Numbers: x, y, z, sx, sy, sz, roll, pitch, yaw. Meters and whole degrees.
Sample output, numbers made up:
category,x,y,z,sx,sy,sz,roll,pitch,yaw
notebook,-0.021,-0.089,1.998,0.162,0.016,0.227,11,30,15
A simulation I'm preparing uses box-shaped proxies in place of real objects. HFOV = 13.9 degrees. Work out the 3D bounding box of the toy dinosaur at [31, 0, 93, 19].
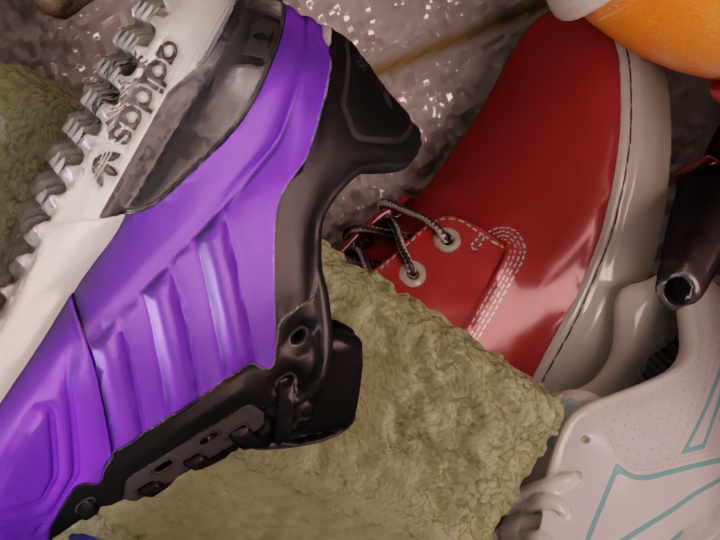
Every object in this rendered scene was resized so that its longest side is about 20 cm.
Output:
category,x,y,z,sx,sy,sz,roll,pitch,yaw
toy dinosaur,-0.071,-0.150,0.762,0.200,0.086,0.136,-36,98,-4

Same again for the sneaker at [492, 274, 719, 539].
category,x,y,z,sx,sy,sz,roll,pitch,yaw
sneaker,0.056,0.081,0.819,0.080,0.070,0.200,54,55,-27

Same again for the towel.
category,x,y,z,sx,sy,sz,roll,pitch,yaw
towel,-0.060,0.044,0.786,0.200,0.036,0.148,28,90,-1

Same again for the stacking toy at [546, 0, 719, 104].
category,x,y,z,sx,sy,sz,roll,pitch,yaw
stacking toy,0.163,-0.064,0.836,0.200,0.146,0.146,46,73,-8

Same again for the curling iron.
category,x,y,z,sx,sy,sz,roll,pitch,yaw
curling iron,0.108,-0.031,0.870,0.050,0.026,0.200,-61,174,27

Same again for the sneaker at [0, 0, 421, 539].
category,x,y,z,sx,sy,sz,roll,pitch,yaw
sneaker,-0.051,0.027,0.735,0.100,0.070,0.200,30,94,-14

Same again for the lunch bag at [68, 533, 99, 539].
category,x,y,z,sx,sy,sz,roll,pitch,yaw
lunch bag,-0.023,0.148,0.683,0.170,0.200,0.124,27,58,-8

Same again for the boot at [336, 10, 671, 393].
category,x,y,z,sx,sy,sz,roll,pitch,yaw
boot,0.000,0.000,0.850,0.144,0.072,0.200,24,87,-31
